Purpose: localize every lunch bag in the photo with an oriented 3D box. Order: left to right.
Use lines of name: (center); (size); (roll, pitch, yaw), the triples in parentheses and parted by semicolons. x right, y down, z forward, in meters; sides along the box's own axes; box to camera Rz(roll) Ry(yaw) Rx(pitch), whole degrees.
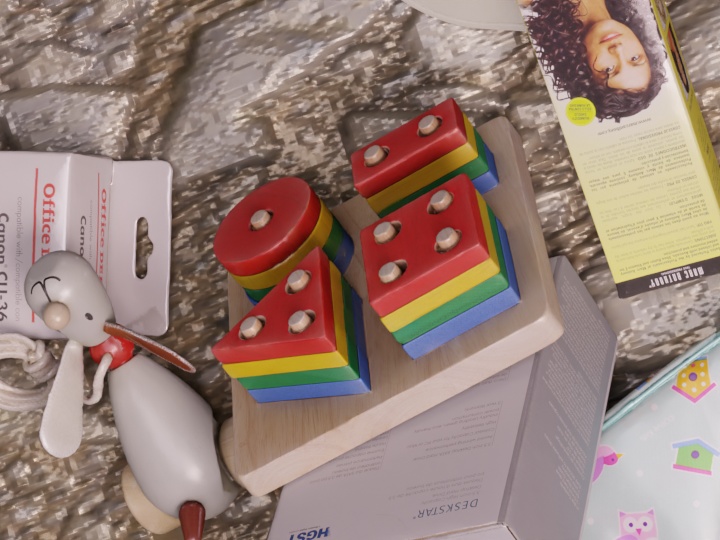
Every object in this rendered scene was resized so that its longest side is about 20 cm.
lunch bag: (0.208, 0.128, 1.353); (0.200, 0.077, 0.161); (-37, 78, 14)

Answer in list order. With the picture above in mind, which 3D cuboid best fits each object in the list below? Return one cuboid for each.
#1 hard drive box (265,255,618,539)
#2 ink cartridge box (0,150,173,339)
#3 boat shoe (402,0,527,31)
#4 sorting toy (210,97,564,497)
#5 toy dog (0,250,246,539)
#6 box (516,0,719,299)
hard drive box: (0.045, 0.100, 1.332); (0.156, 0.200, 0.077); (-14, 128, 30)
ink cartridge box: (-0.220, -0.016, 1.499); (0.200, 0.067, 0.117); (1, 89, 18)
boat shoe: (0.087, -0.184, 1.419); (0.200, 0.073, 0.062); (18, 51, 24)
sorting toy: (0.000, 0.000, 1.362); (0.199, 0.200, 0.070); (-29, 123, 15)
toy dog: (-0.132, 0.089, 1.420); (0.200, 0.096, 0.132); (33, 116, -16)
box: (0.150, -0.088, 1.349); (0.075, 0.050, 0.200); (-16, 111, 17)
